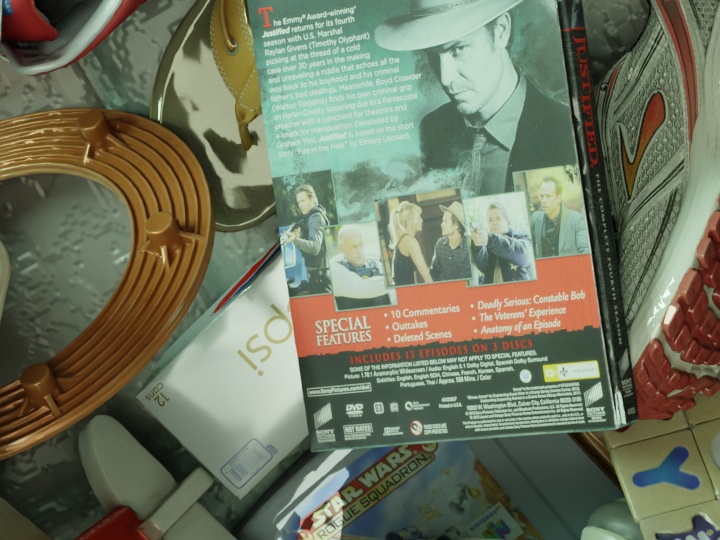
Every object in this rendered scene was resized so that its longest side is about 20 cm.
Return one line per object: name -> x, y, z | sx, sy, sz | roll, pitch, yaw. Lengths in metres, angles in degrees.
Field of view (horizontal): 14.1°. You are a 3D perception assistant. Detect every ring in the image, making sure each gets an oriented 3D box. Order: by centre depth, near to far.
ring -> -0.153, 0.002, 1.163 | 0.200, 0.201, 0.019 | -17, 131, 12

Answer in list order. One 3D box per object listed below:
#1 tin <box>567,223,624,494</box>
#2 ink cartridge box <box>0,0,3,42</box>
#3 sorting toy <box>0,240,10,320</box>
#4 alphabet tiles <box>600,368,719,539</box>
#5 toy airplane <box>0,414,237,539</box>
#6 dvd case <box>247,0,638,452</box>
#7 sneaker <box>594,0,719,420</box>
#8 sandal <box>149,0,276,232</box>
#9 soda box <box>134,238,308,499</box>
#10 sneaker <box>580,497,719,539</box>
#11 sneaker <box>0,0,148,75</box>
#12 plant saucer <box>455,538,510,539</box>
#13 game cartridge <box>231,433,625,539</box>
tin -> 0.160, 0.064, 1.197 | 0.112, 0.042, 0.200 | -45, 97, -6
ink cartridge box -> -0.214, -0.134, 1.149 | 0.200, 0.039, 0.100 | 13, 103, 43
sorting toy -> -0.218, 0.066, 1.104 | 0.200, 0.036, 0.186 | 6, 83, 47
alphabet tiles -> 0.196, 0.058, 1.129 | 0.199, 0.167, 0.006 | -14, 147, -7
toy airplane -> -0.128, 0.149, 1.164 | 0.199, 0.200, 0.141 | 22, 121, -41
dvd case -> 0.029, -0.034, 1.117 | 0.146, 0.022, 0.201 | -7, 93, 35
sneaker -> 0.124, -0.034, 1.146 | 0.082, 0.078, 0.201 | 5, 66, 28
sandal -> -0.024, -0.105, 1.184 | 0.080, 0.054, 0.200 | 34, 106, -3
soda box -> 0.000, 0.000, 1.201 | 0.064, 0.068, 0.200 | 45, 105, -6
sneaker -> 0.188, 0.088, 1.156 | 0.199, 0.075, 0.107 | 10, 83, -10
sneaker -> -0.167, -0.105, 1.173 | 0.199, 0.113, 0.071 | -21, 100, 12
plant saucer -> 0.071, 0.163, 1.152 | 0.200, 0.037, 0.201 | 13, 143, 10
game cartridge -> 0.030, 0.121, 1.247 | 0.200, 0.042, 0.133 | -38, 101, 15
